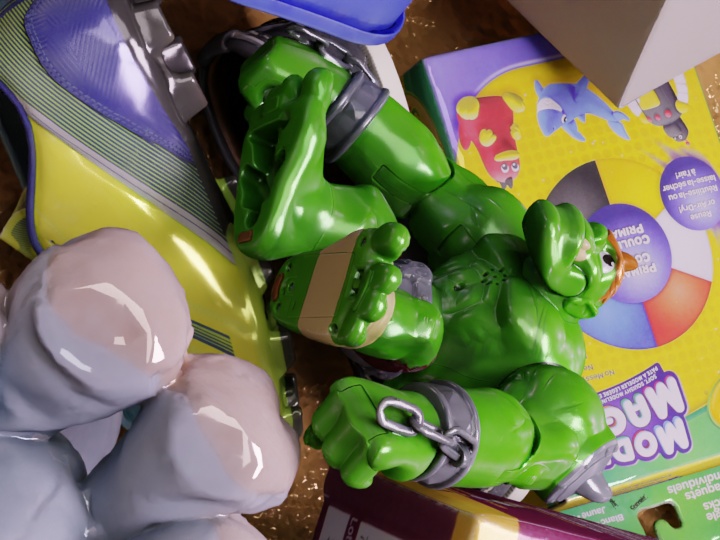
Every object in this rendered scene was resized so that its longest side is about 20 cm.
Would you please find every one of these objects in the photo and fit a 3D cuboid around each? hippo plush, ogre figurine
[{"bbox_3d":[-0.104,0.085,0.971,0.159,0.161,0.201,14,88,-5],"label":"hippo plush"},{"bbox_3d":[0.022,0.006,0.998,0.120,0.200,0.098,25,102,-32],"label":"ogre figurine"}]

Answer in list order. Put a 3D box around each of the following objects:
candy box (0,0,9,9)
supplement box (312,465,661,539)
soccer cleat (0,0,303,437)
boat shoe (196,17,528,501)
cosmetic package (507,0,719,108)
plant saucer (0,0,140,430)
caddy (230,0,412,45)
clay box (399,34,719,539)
[{"bbox_3d":[-0.176,-0.135,1.067,0.200,0.061,0.137,-32,90,-27],"label":"candy box"},{"bbox_3d":[0.077,0.151,1.010,0.199,0.103,0.131,18,89,-29],"label":"supplement box"},{"bbox_3d":[-0.078,-0.009,1.041,0.083,0.065,0.201,-21,114,0],"label":"soccer cleat"},{"bbox_3d":[0.000,0.000,1.089,0.068,0.072,0.201,-8,70,-53],"label":"boat shoe"},{"bbox_3d":[0.066,-0.169,1.118,0.071,0.105,0.200,-30,65,-34],"label":"cosmetic package"},{"bbox_3d":[-0.095,-0.046,1.060,0.070,0.019,0.201,-31,111,-27],"label":"plant saucer"},{"bbox_3d":[-0.041,-0.149,1.031,0.200,0.105,0.142,13,38,-55],"label":"caddy"},{"bbox_3d":[0.094,0.009,1.139,0.115,0.048,0.201,-14,80,-26],"label":"clay box"}]
